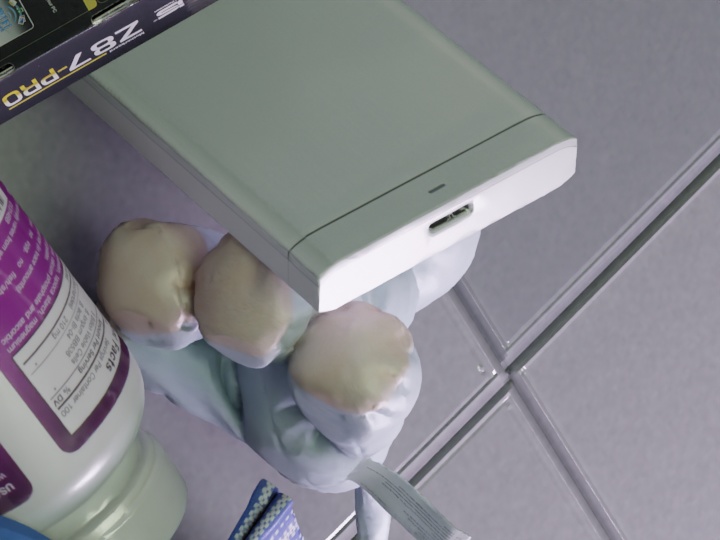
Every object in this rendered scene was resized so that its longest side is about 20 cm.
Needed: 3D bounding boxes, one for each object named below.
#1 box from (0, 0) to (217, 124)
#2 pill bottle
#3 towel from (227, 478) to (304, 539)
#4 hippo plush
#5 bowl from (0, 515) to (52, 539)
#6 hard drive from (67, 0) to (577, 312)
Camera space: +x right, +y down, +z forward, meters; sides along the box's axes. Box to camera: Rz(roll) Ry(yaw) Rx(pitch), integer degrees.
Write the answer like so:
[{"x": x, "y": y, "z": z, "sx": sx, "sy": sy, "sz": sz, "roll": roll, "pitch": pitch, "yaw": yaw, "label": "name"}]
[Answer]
[{"x": -0.155, "y": -0.158, "z": 1.102, "sx": 0.161, "sy": 0.049, "sz": 0.201, "roll": -31, "pitch": 76, "yaw": 0, "label": "box"}, {"x": -0.156, "y": 0.039, "z": 1.181, "sx": 0.112, "sy": 0.112, "sz": 0.200, "roll": -45, "pitch": 118, "yaw": -20, "label": "pill bottle"}, {"x": -0.061, "y": 0.188, "z": 1.247, "sx": 0.145, "sy": 0.024, "sz": 0.200, "roll": -54, "pitch": 156, "yaw": -23, "label": "towel"}, {"x": 0.000, "y": 0.000, "z": 1.249, "sx": 0.200, "sy": 0.159, "sz": 0.161, "roll": 37, "pitch": 66, "yaw": -15, "label": "hippo plush"}, {"x": -0.185, "y": 0.181, "z": 1.166, "sx": 0.199, "sy": 0.039, "sz": 0.202, "roll": -11, "pitch": 128, "yaw": -14, "label": "bowl"}, {"x": -0.027, "y": -0.072, "z": 1.206, "sx": 0.131, "sy": 0.200, "sz": 0.027, "roll": -28, "pitch": 140, "yaw": -27, "label": "hard drive"}]
